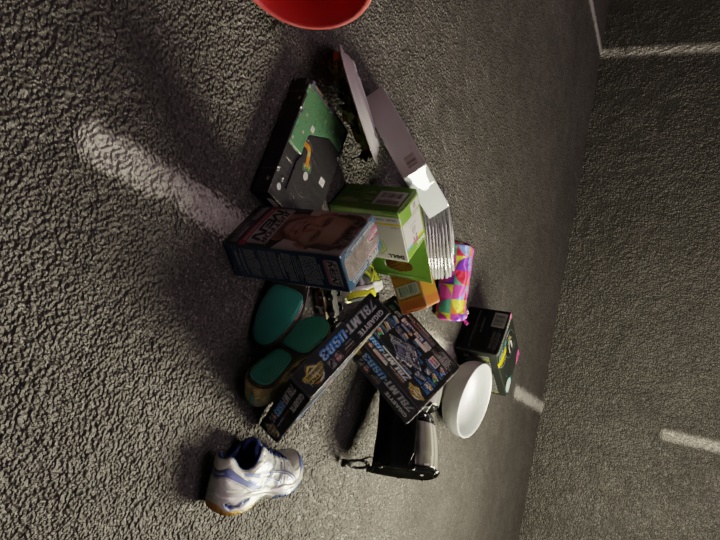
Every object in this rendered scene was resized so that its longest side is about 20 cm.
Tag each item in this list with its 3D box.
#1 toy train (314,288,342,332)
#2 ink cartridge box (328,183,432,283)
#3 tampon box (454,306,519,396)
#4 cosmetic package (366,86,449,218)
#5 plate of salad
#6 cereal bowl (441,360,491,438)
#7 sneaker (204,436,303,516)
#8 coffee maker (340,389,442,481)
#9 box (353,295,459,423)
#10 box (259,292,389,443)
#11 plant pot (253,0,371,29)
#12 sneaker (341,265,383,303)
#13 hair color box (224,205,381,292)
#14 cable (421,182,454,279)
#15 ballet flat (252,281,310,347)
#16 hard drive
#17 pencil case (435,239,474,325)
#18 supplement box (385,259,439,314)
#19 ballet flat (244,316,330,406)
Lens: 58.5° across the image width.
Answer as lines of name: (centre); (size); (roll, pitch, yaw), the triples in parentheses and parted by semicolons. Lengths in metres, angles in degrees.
toy train: (-0.057, 0.047, 1.105); (0.034, 0.045, 0.205); (-37, 129, -46)
ink cartridge box: (0.042, -0.047, 1.155); (0.076, 0.145, 0.204); (-50, 137, -40)
tampon box: (0.363, 0.229, 1.821); (0.152, 0.123, 0.202); (-62, 144, -33)
cosmetic package: (0.083, -0.215, 1.175); (0.151, 0.051, 0.203); (42, 21, -56)
plate of salad: (-0.011, -0.270, 1.068); (0.200, 0.047, 0.205); (-18, 91, -84)
cereal bowl: (0.273, 0.335, 1.713); (0.199, 0.082, 0.206); (-28, 124, -49)
sneaker: (-0.146, 0.291, 0.962); (0.199, 0.074, 0.091); (-4, 104, -61)
coffee maker: (0.075, 0.300, 1.287); (0.189, 0.134, 0.205); (21, 59, -27)
box: (0.076, 0.161, 1.225); (0.050, 0.200, 0.197); (-49, 169, 33)
box: (-0.058, 0.151, 0.986); (0.200, 0.049, 0.199); (-45, 172, -38)
plant pot: (-0.061, -0.463, 0.856); (0.201, 0.195, 0.182); (48, 47, -53)
sneaker: (0.000, 0.000, 1.116); (0.200, 0.072, 0.087); (-89, 171, -83)
hair color box: (-0.080, -0.034, 0.886); (0.101, 0.196, 0.062); (-53, 139, -41)
cable: (0.157, -0.084, 1.359); (0.203, 0.067, 0.204); (80, 6, -48)
ballet flat: (-0.101, 0.025, 0.986); (0.073, 0.072, 0.204); (30, 81, -58)
hard drive: (-0.089, -0.175, 1.004); (0.140, 0.037, 0.205); (46, 58, -55)
pencil case: (0.234, 0.028, 1.589); (0.088, 0.086, 0.206); (-5, 100, -60)
supplement box: (0.090, -0.022, 1.267); (0.066, 0.068, 0.205); (-14, 88, -58)
ballet flat: (-0.116, 0.142, 1.010); (0.200, 0.069, 0.072); (-43, 132, -50)
